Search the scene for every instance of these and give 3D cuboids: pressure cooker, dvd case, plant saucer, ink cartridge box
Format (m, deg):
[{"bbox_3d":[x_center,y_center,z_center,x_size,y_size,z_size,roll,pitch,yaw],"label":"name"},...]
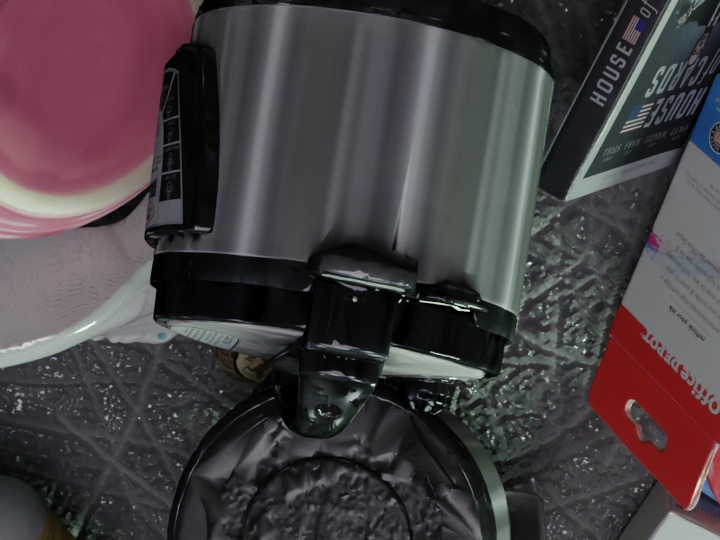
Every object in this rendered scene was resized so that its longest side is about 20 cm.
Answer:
[{"bbox_3d":[-0.006,-0.023,0.989,0.178,0.176,0.201,5,83,36],"label":"pressure cooker"},{"bbox_3d":[0.165,-0.131,1.055,0.025,0.150,0.200,34,114,20],"label":"dvd case"},{"bbox_3d":[-0.007,0.144,1.162,0.176,0.200,0.179,42,92,10],"label":"pressure cooker"},{"bbox_3d":[-0.143,-0.104,1.030,0.200,0.051,0.201,-19,125,-30],"label":"plant saucer"},{"bbox_3d":[0.202,0.014,1.116,0.067,0.116,0.201,7,116,-30],"label":"ink cartridge box"}]

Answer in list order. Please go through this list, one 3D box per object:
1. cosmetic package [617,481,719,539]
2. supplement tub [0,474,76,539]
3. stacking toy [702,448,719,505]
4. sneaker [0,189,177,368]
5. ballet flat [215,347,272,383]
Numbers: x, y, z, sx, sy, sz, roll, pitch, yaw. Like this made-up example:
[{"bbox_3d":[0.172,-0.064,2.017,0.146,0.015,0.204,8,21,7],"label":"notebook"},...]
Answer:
[{"bbox_3d":[0.193,0.236,1.265,0.150,0.052,0.200,28,113,-7],"label":"cosmetic package"},{"bbox_3d":[-0.210,0.209,1.222,0.145,0.146,0.200,-32,109,16],"label":"supplement tub"},{"bbox_3d":[0.243,0.130,1.134,0.110,0.200,0.116,30,113,-10],"label":"stacking toy"},{"bbox_3d":[-0.130,0.015,1.121,0.199,0.075,0.089,-25,146,-17],"label":"sneaker"},{"bbox_3d":[0.000,0.000,1.163,0.200,0.046,0.067,-40,138,16],"label":"ballet flat"}]
